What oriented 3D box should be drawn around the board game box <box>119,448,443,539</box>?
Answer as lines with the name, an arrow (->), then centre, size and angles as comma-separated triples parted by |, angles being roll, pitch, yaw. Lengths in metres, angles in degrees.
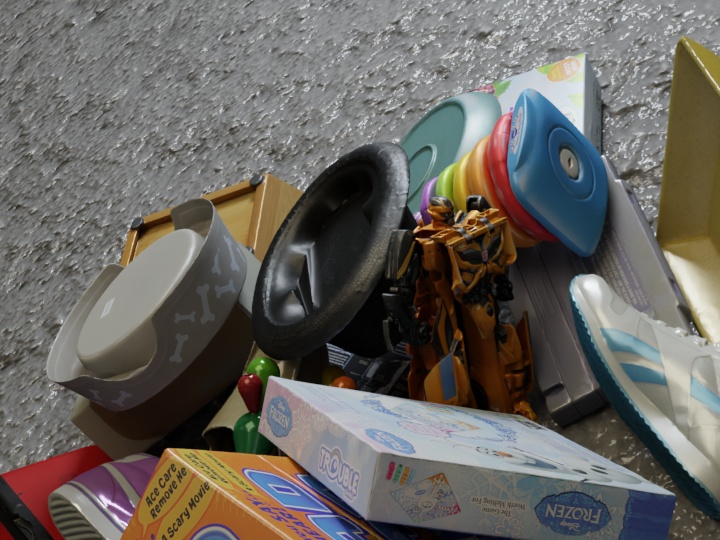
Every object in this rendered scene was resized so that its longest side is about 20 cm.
board game box -> -0.033, 0.242, 0.791 | 0.199, 0.199, 0.201 | 29, 94, 26

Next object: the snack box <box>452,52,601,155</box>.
snack box -> 0.148, -0.101, 1.266 | 0.141, 0.053, 0.201 | -15, 42, 23

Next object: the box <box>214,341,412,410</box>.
box -> -0.009, 0.089, 1.176 | 0.199, 0.050, 0.158 | 12, 56, 45

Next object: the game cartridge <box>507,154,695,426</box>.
game cartridge -> 0.180, 0.012, 1.095 | 0.129, 0.038, 0.201 | -27, 49, 13

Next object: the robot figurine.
robot figurine -> 0.080, 0.044, 1.015 | 0.058, 0.202, 0.144 | 4, 20, 41

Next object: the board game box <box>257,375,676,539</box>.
board game box -> 0.058, 0.120, 0.866 | 0.200, 0.197, 0.044 | -159, 82, -67

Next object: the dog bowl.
dog bowl -> -0.176, 0.032, 1.167 | 0.199, 0.059, 0.201 | -38, 24, 19

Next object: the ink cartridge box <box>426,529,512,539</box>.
ink cartridge box -> 0.041, 0.214, 0.936 | 0.198, 0.120, 0.042 | -14, 38, 24

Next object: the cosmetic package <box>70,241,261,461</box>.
cosmetic package -> -0.161, 0.076, 1.241 | 0.199, 0.071, 0.105 | -39, 20, 18

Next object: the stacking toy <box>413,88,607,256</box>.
stacking toy -> 0.092, -0.051, 1.124 | 0.199, 0.109, 0.117 | -25, 41, 39

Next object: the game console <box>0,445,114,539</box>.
game console -> -0.257, 0.261, 1.202 | 0.171, 0.120, 0.199 | -16, 27, -31

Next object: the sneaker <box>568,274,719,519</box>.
sneaker -> 0.218, 0.075, 0.972 | 0.080, 0.077, 0.201 | -33, 60, -4

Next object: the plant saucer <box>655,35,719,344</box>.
plant saucer -> 0.275, -0.041, 1.005 | 0.048, 0.202, 0.201 | -6, 37, -5

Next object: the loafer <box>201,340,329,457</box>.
loafer -> -0.081, 0.124, 1.104 | 0.076, 0.067, 0.202 | 1, 72, 43

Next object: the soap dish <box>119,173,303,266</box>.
soap dish -> -0.152, -0.006, 1.370 | 0.198, 0.082, 0.158 | -17, 39, 20

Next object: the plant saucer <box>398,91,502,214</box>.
plant saucer -> 0.057, -0.082, 1.266 | 0.200, 0.027, 0.201 | -49, 22, 28

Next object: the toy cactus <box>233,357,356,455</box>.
toy cactus -> -0.052, 0.161, 1.009 | 0.164, 0.201, 0.102 | -23, -8, -26

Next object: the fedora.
fedora -> 0.000, 0.000, 1.084 | 0.200, 0.091, 0.202 | -39, 29, 27

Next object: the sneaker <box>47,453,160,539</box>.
sneaker -> -0.145, 0.220, 1.096 | 0.114, 0.073, 0.200 | -24, 59, -40
